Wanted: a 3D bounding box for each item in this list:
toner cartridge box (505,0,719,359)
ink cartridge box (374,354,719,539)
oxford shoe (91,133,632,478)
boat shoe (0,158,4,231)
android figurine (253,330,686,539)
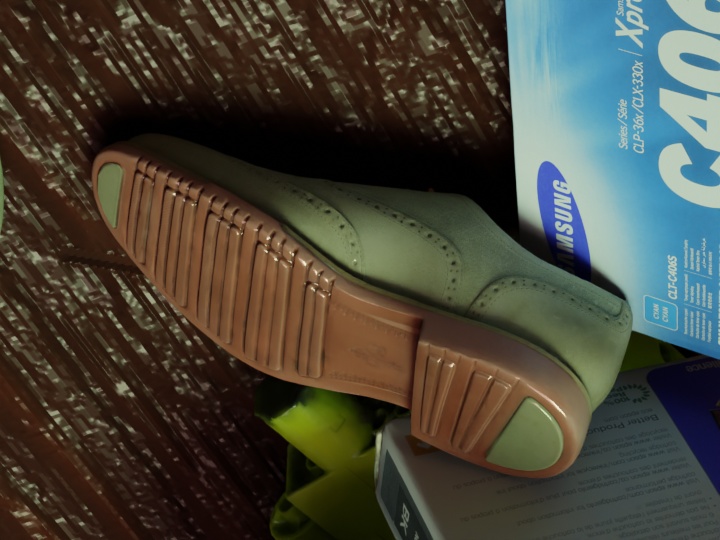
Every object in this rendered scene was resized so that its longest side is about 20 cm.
[{"bbox_3d":[0.100,-0.062,0.908,0.095,0.043,0.200,19,140,25],"label":"toner cartridge box"},{"bbox_3d":[0.128,0.106,0.927,0.198,0.200,0.043,-11,128,-14],"label":"ink cartridge box"},{"bbox_3d":[0.000,0.000,0.962,0.200,0.074,0.071,29,143,10],"label":"oxford shoe"},{"bbox_3d":[-0.175,0.021,0.991,0.072,0.066,0.201,13,132,-13],"label":"boat shoe"},{"bbox_3d":[0.057,0.083,1.075,0.182,0.041,0.200,-33,126,27],"label":"android figurine"}]
